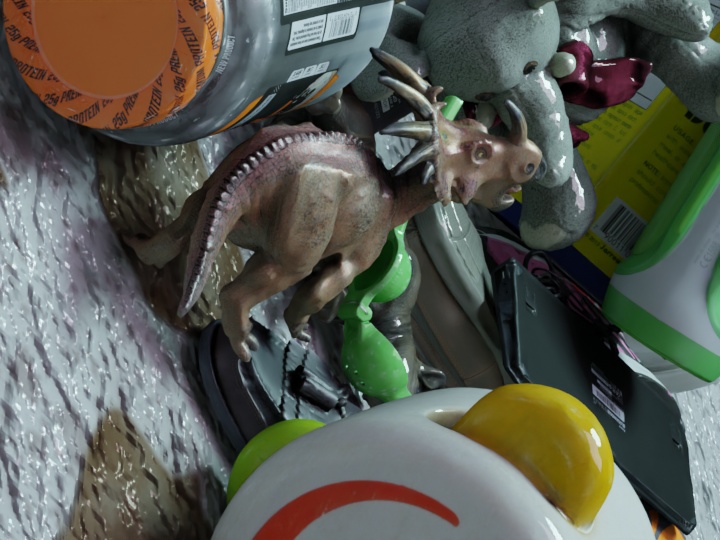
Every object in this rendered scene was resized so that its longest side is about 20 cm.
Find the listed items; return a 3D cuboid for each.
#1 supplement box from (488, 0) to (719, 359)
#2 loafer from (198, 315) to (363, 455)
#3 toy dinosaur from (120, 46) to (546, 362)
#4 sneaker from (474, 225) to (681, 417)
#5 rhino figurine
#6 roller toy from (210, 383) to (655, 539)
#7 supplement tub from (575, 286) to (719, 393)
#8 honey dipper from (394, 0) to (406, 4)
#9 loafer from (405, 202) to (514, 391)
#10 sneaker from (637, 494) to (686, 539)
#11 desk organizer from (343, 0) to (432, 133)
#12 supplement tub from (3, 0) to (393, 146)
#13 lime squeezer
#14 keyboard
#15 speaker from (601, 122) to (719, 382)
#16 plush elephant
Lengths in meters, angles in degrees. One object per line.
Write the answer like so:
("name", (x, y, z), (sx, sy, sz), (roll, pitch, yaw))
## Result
("supplement box", (0.186, -0.069, 1.581), (0.109, 0.200, 0.109), (39, 3, -21))
("loafer", (-0.004, 0.089, 1.316), (0.200, 0.063, 0.072), (55, 28, -34))
("toy dinosaur", (-0.019, -0.038, 1.242), (0.086, 0.136, 0.200), (53, 31, 16))
("sneaker", (0.098, 0.035, 1.595), (0.200, 0.080, 0.086), (47, 9, -40))
("rhino figurine", (0.000, 0.000, 1.389), (0.087, 0.060, 0.201), (-41, 114, -84))
("roller toy", (0.030, 0.147, 1.191), (0.140, 0.199, 0.183), (-12, 90, -66))
("supplement tub", (0.181, -0.040, 1.722), (0.200, 0.140, 0.140), (63, 25, -19))
("honey dipper", (0.019, -0.139, 1.359), (0.038, 0.199, 0.038), (48, 32, -43))
("loafer", (0.051, 0.037, 1.487), (0.072, 0.063, 0.200), (-84, 153, -55))
("sneaker", (0.131, 0.174, 1.499), (0.200, 0.078, 0.112), (17, 31, -50))
("desk organizer", (-0.016, -0.180, 1.462), (0.072, 0.077, 0.201), (-32, 121, -35))
("supplement tub", (-0.072, -0.122, 1.244), (0.200, 0.122, 0.123), (-24, 96, -66))
("lime squeezer", (0.024, 0.017, 1.325), (0.038, 0.070, 0.201), (170, -84, -78))
("keyboard", (0.119, 0.066, 1.511), (0.200, 0.040, 0.104), (43, 36, -43))
("speaker", (0.212, -0.043, 1.492), (0.088, 0.200, 0.088), (32, 5, -3))
("plush elephant", (0.088, -0.107, 1.412), (0.200, 0.164, 0.155), (59, 28, -5))
